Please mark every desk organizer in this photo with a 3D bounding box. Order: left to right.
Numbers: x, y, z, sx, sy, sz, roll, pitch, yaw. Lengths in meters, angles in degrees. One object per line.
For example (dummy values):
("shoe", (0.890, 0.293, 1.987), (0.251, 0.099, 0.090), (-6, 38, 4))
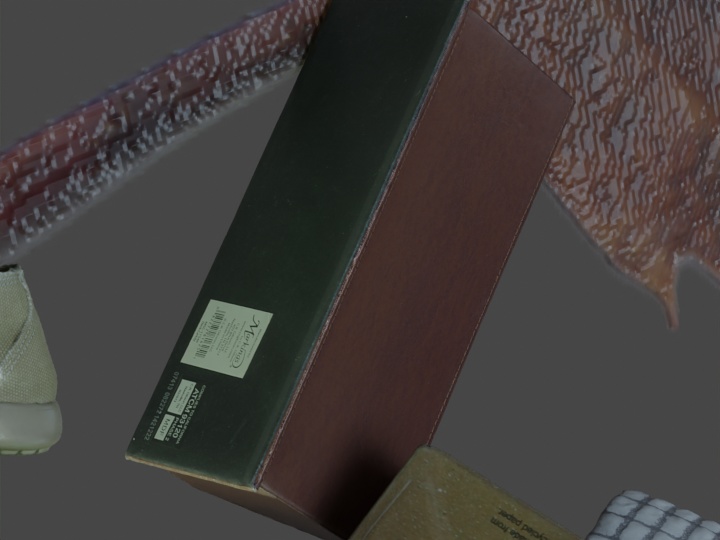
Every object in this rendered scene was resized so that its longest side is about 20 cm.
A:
("desk organizer", (0.000, 0.000, 0.963), (0.077, 0.072, 0.200), (36, 71, -41))

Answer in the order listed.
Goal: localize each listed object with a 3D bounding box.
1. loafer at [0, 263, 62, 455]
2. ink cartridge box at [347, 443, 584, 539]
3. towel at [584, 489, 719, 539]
("loafer", (-0.184, 0.019, 0.801), (0.200, 0.076, 0.068), (9, 79, -39))
("ink cartridge box", (0.090, 0.167, 0.931), (0.075, 0.200, 0.165), (-52, 158, -17))
("towel", (0.134, 0.209, 1.044), (0.200, 0.166, 0.086), (-59, 159, -18))
